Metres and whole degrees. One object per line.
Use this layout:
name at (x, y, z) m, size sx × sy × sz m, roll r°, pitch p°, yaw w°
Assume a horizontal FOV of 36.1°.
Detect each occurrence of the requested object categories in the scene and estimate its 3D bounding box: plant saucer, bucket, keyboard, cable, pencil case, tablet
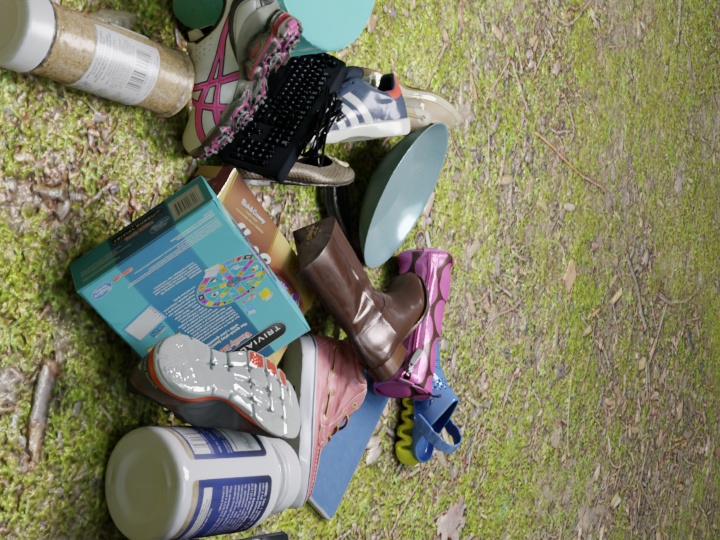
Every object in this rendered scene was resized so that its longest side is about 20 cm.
plant saucer at (0.044, -0.100, 1.380) m, size 0.202 × 0.038 × 0.202 m, roll -53°, pitch 161°, yaw -27°
bucket at (-0.083, -0.313, 1.128) m, size 0.206 × 0.134 × 0.210 m, roll -10°, pitch 103°, yaw -55°
keyboard at (-0.067, -0.177, 1.179) m, size 0.040 × 0.103 × 0.201 m, roll 100°, pitch 12°, yaw -52°
cable at (-0.009, -0.017, 1.348) m, size 0.097 × 0.050 × 0.203 m, roll -6°, pitch 100°, yaw -59°
pencil case at (0.072, 0.066, 1.425) m, size 0.094 × 0.090 × 0.202 m, roll 74°, pitch 24°, yaw -68°
tablet at (-0.025, 0.197, 1.388) m, size 0.201 × 0.014 × 0.130 m, roll -62°, pitch 139°, yaw -27°

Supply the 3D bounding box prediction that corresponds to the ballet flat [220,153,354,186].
ballet flat at (-0.077, -0.119, 1.229) m, size 0.199 × 0.067 × 0.047 m, roll -4°, pitch 102°, yaw -48°

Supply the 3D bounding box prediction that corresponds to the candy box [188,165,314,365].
candy box at (-0.130, -0.001, 1.175) m, size 0.117 × 0.056 × 0.201 m, roll -61°, pitch 140°, yaw -28°

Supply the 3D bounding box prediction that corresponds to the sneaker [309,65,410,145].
sneaker at (-0.033, -0.187, 1.256) m, size 0.199 × 0.075 × 0.086 m, roll -12°, pitch 98°, yaw -38°

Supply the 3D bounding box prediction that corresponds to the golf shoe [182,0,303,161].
golf shoe at (-0.133, -0.194, 1.080) m, size 0.200 × 0.092 × 0.073 m, roll -52°, pitch 176°, yaw 39°

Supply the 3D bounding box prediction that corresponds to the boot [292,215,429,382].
boot at (0.000, 0.000, 1.285) m, size 0.201 × 0.064 × 0.187 m, roll 55°, pitch 31°, yaw -26°

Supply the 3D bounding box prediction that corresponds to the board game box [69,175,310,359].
board game box at (-0.161, 0.027, 1.074) m, size 0.150 × 0.047 × 0.201 m, roll -33°, pitch 132°, yaw 0°

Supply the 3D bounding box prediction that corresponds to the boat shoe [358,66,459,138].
boat shoe at (0.048, -0.199, 1.390) m, size 0.199 × 0.072 × 0.066 m, roll 13°, pitch 90°, yaw -49°

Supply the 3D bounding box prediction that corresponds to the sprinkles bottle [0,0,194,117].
sprinkles bottle at (-0.237, -0.191, 0.985) m, size 0.199 × 0.068 × 0.069 m, roll 12°, pitch 85°, yaw -55°

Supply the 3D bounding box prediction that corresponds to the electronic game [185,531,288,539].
electronic game at (-0.165, 0.278, 1.053) m, size 0.199 × 0.199 × 0.042 m, roll 7°, pitch 65°, yaw -54°

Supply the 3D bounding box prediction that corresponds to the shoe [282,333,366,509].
shoe at (-0.044, 0.175, 1.287) m, size 0.090 × 0.071 × 0.203 m, roll 6°, pitch 85°, yaw -29°

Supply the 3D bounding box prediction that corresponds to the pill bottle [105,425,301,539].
pill bottle at (-0.152, 0.214, 1.128) m, size 0.199 × 0.110 × 0.112 m, roll 10°, pitch 87°, yaw -54°

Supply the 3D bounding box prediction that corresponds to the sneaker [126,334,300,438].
sneaker at (-0.144, 0.121, 1.090) m, size 0.199 × 0.081 × 0.078 m, roll 32°, pitch 44°, yaw -38°

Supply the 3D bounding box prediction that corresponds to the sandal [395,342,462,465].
sandal at (0.098, 0.168, 1.497) m, size 0.079 × 0.086 × 0.203 m, roll -14°, pitch 104°, yaw -51°
